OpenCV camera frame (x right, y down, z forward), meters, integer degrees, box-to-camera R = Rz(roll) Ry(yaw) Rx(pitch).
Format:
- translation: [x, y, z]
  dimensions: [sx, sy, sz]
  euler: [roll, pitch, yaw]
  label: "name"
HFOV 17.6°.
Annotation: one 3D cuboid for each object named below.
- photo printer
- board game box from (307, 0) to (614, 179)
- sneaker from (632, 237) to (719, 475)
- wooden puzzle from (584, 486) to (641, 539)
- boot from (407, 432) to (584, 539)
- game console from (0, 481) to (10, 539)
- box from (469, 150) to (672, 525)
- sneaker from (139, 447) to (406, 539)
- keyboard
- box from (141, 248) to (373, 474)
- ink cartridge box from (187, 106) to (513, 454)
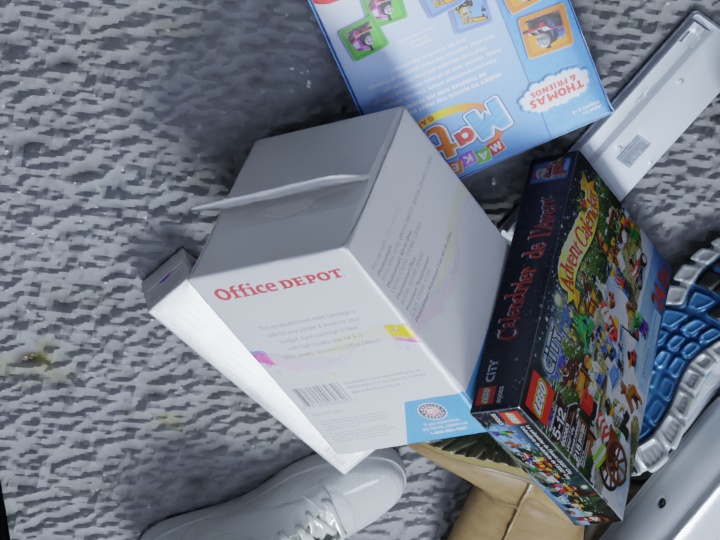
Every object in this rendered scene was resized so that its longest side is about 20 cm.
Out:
- translation: [0.260, 0.198, 1.651]
  dimensions: [0.166, 0.069, 0.200]
  euler: [24, 112, -32]
  label: "photo printer"
- translation: [0.056, -0.154, 1.448]
  dimensions: [0.151, 0.037, 0.200]
  euler: [-23, 123, 3]
  label: "board game box"
- translation: [0.228, 0.054, 1.604]
  dimensions: [0.075, 0.087, 0.200]
  euler: [39, 91, 12]
  label: "sneaker"
- translation: [0.238, 0.239, 1.737]
  dimensions: [0.200, 0.037, 0.185]
  euler: [4, 120, -20]
  label: "wooden puzzle"
- translation: [0.078, 0.164, 1.615]
  dimensions: [0.175, 0.066, 0.200]
  euler: [25, 143, 8]
  label: "boot"
- translation: [-0.284, 0.221, 1.514]
  dimensions: [0.116, 0.200, 0.176]
  euler: [-7, 123, -7]
  label: "game console"
- translation: [0.139, 0.043, 1.490]
  dimensions: [0.038, 0.200, 0.137]
  euler: [-10, 139, 34]
  label: "box"
- translation: [-0.051, 0.198, 1.600]
  dimensions: [0.200, 0.116, 0.074]
  euler: [-24, 122, 1]
  label: "sneaker"
- translation: [0.174, -0.083, 1.535]
  dimensions: [0.056, 0.011, 0.200]
  euler: [29, 112, -32]
  label: "keyboard"
- translation: [-0.063, 0.063, 1.557]
  dimensions: [0.041, 0.039, 0.200]
  euler: [-41, 121, 13]
  label: "box"
- translation: [0.000, 0.000, 1.453]
  dimensions: [0.128, 0.125, 0.200]
  euler: [-11, 131, 36]
  label: "ink cartridge box"
